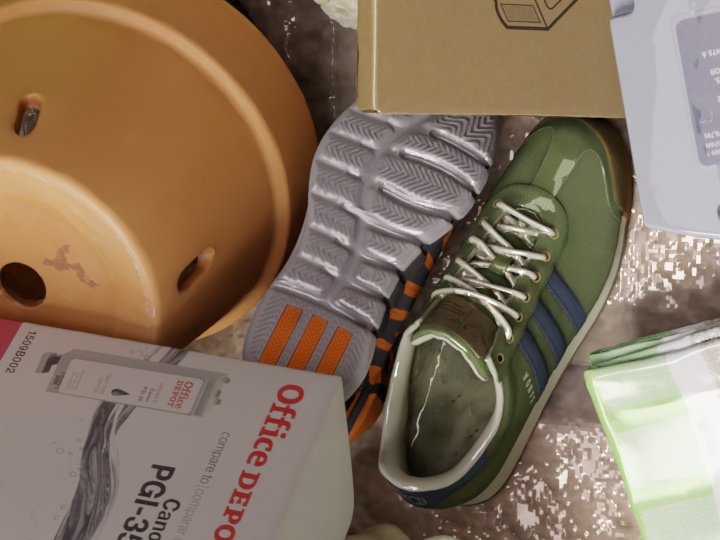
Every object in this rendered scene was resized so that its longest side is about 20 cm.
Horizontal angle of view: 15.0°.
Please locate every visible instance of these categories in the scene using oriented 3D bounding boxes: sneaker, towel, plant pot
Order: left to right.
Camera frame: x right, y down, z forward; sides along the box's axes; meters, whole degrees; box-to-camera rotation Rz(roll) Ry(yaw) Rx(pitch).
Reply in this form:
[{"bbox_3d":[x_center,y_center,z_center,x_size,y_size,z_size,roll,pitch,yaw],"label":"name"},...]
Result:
[{"bbox_3d":[-0.134,-0.029,1.284,0.199,0.140,0.201,10,125,15],"label":"plant pot"},{"bbox_3d":[0.000,0.000,1.305,0.077,0.112,0.201,28,69,10],"label":"sneaker"},{"bbox_3d":[0.064,0.022,1.267,0.067,0.090,0.201,26,102,22],"label":"sneaker"},{"bbox_3d":[0.210,0.084,1.222,0.199,0.031,0.150,-16,96,25],"label":"towel"}]

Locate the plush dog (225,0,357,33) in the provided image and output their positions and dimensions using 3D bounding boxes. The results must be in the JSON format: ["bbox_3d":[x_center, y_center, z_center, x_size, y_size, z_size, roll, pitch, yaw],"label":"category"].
[{"bbox_3d":[-0.070,-0.197,1.304,0.171,0.160,0.201,-17,82,50],"label":"plush dog"}]

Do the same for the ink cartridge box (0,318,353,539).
[{"bbox_3d":[-0.116,0.103,1.185,0.199,0.147,0.083,8,130,13],"label":"ink cartridge box"}]

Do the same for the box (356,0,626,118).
[{"bbox_3d":[0.071,-0.169,1.229,0.021,0.163,0.201,3,94,58],"label":"box"}]

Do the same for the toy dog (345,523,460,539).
[{"bbox_3d":[-0.028,0.205,1.275,0.194,0.200,0.140,-42,112,-19],"label":"toy dog"}]

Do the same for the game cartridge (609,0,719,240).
[{"bbox_3d":[0.213,-0.082,1.196,0.199,0.041,0.134,-10,84,24],"label":"game cartridge"}]
